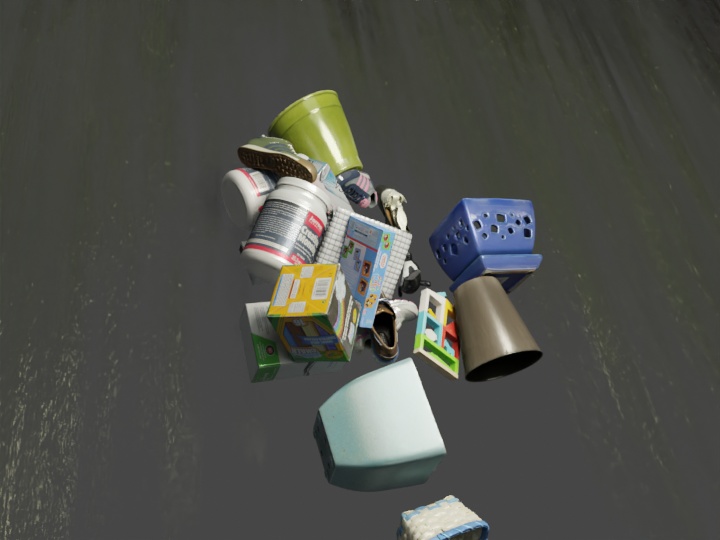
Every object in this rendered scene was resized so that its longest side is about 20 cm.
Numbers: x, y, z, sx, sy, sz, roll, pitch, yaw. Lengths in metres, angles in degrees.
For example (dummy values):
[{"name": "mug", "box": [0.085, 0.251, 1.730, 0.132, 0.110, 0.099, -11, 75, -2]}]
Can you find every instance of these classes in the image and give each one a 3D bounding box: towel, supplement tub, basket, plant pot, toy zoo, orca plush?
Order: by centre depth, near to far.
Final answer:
[{"name": "basket", "box": [0.167, 0.519, 1.324, 0.175, 0.140, 0.200, -7, 29, -25]}, {"name": "plant pot", "box": [0.020, 0.314, 1.402, 0.198, 0.197, 0.197, -12, 61, -17]}, {"name": "supplement tub", "box": [-0.155, -0.079, 1.550, 0.139, 0.140, 0.201, 23, 72, -4]}, {"name": "towel", "box": [-0.001, -0.039, 1.646, 0.198, 0.086, 0.167, 18, 96, -18]}, {"name": "basket", "box": [0.289, 0.127, 1.654, 0.179, 0.136, 0.201, -18, 61, 2]}, {"name": "toy zoo", "box": [0.179, 0.131, 1.657, 0.131, 0.020, 0.201, 37, 45, -29]}, {"name": "orca plush", "box": [0.129, 0.012, 1.665, 0.070, 0.200, 0.106, 11, 85, 0]}, {"name": "supplement tub", "box": [-0.205, -0.183, 1.688, 0.199, 0.141, 0.141, -23, 67, -33]}, {"name": "plant pot", "box": [0.305, -0.047, 1.761, 0.198, 0.200, 0.181, -2, 64, -23]}, {"name": "plant pot", "box": [-0.095, -0.300, 1.796, 0.199, 0.200, 0.194, -25, 79, -33]}]

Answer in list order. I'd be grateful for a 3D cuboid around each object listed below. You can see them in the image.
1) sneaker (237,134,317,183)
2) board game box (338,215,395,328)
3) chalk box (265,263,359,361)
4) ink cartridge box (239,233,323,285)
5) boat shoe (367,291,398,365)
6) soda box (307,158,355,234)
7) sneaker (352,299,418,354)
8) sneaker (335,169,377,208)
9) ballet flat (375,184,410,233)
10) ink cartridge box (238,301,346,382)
[{"name": "sneaker", "box": [-0.166, -0.253, 1.610, 0.199, 0.068, 0.090, 20, 45, 22]}, {"name": "board game box", "box": [0.000, 0.000, 1.530, 0.036, 0.202, 0.151, 10, 10, -30]}, {"name": "chalk box", "box": [-0.081, 0.097, 1.421, 0.123, 0.201, 0.126, -1, 50, 17]}, {"name": "ink cartridge box", "box": [-0.166, -0.034, 1.664, 0.198, 0.039, 0.100, -11, 62, -26]}, {"name": "boat shoe", "box": [0.043, 0.094, 1.539, 0.072, 0.073, 0.201, -10, 61, -18]}, {"name": "soda box", "box": [-0.077, -0.159, 1.680, 0.063, 0.200, 0.069, 20, 64, 36]}, {"name": "sneaker", "box": [0.045, 0.130, 1.610, 0.199, 0.082, 0.089, -19, 66, -22]}, {"name": "sneaker", "box": [-0.009, -0.192, 1.769, 0.083, 0.070, 0.200, 63, 24, 8]}, {"name": "ballet flat", "box": [0.088, -0.149, 1.824, 0.067, 0.069, 0.201, -3, 58, -22]}, {"name": "ink cartridge box", "box": [-0.137, 0.142, 1.521, 0.198, 0.084, 0.147, -3, 59, -23]}]
